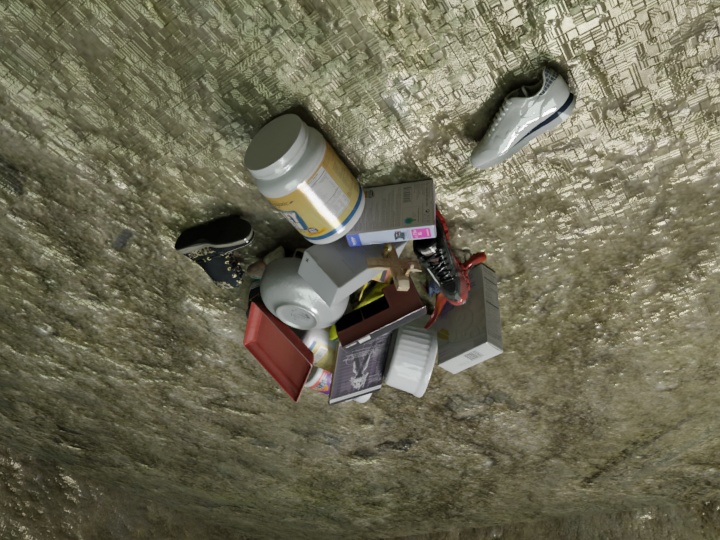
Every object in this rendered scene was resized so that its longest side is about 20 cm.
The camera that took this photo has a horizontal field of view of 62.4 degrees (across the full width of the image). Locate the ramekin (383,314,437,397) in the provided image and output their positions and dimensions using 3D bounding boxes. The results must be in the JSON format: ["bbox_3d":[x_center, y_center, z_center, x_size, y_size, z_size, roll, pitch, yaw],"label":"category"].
[{"bbox_3d":[0.121,0.197,1.448,0.096,0.203,0.202,14,142,-1],"label":"ramekin"}]

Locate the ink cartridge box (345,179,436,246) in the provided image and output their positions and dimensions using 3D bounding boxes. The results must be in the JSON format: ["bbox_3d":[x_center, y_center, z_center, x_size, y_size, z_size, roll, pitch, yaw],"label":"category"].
[{"bbox_3d":[0.044,-0.107,1.120,0.196,0.121,0.042,-4,140,11],"label":"ink cartridge box"}]

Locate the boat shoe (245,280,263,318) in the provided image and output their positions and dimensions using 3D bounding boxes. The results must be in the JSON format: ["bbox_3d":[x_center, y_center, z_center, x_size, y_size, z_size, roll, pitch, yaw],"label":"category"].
[{"bbox_3d":[-0.179,0.060,1.382,0.197,0.092,0.071,-18,138,26],"label":"boat shoe"}]

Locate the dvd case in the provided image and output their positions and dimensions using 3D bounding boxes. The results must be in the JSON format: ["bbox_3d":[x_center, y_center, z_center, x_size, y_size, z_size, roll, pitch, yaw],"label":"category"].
[{"bbox_3d":[-0.001,0.223,1.405,0.146,0.016,0.203,-11,126,-30],"label":"dvd case"}]

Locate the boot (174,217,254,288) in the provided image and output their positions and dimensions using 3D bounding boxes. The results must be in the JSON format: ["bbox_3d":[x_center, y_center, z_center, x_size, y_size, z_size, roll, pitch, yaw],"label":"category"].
[{"bbox_3d":[-0.283,-0.033,1.286,0.200,0.074,0.154,-7,140,27],"label":"boot"}]

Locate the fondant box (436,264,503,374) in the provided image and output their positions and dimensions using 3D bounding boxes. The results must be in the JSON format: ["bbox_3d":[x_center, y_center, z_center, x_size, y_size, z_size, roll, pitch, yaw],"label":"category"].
[{"bbox_3d":[0.236,0.107,1.309,0.058,0.203,0.144,29,137,-28],"label":"fondant box"}]

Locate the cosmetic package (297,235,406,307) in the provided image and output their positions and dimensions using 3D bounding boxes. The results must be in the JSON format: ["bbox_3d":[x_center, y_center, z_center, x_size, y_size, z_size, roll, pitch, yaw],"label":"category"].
[{"bbox_3d":[-0.014,-0.027,1.152,0.102,0.199,0.072,46,142,15],"label":"cosmetic package"}]

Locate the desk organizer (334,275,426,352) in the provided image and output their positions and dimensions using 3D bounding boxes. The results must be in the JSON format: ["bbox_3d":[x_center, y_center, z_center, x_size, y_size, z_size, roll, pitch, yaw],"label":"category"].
[{"bbox_3d":[0.037,0.094,1.275,0.197,0.078,0.072,-26,163,1],"label":"desk organizer"}]

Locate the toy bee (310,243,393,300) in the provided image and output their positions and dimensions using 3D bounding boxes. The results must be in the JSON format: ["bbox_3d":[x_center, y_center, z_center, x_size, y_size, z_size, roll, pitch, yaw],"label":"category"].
[{"bbox_3d":[0.000,0.000,1.256,0.196,0.109,0.134,-5,103,-15],"label":"toy bee"}]

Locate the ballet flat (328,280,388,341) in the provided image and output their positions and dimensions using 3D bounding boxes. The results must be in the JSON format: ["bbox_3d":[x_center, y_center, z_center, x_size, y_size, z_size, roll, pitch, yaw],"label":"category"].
[{"bbox_3d":[-0.009,0.073,1.350,0.199,0.067,0.067,-40,109,-2],"label":"ballet flat"}]

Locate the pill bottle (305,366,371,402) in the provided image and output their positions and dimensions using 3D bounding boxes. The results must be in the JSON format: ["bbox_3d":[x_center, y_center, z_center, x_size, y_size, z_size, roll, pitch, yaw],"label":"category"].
[{"bbox_3d":[-0.061,0.299,1.662,0.198,0.113,0.111,28,137,-28],"label":"pill bottle"}]

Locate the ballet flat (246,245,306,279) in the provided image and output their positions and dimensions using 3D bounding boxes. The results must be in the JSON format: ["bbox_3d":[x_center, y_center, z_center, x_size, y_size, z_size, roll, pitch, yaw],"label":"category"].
[{"bbox_3d":[-0.154,-0.020,1.313,0.196,0.069,0.068,0,124,-3],"label":"ballet flat"}]

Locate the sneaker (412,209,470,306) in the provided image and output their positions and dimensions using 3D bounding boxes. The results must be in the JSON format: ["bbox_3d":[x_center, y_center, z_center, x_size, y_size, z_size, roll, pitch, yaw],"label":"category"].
[{"bbox_3d":[0.151,-0.021,1.155,0.070,0.204,0.098,-23,178,26],"label":"sneaker"}]

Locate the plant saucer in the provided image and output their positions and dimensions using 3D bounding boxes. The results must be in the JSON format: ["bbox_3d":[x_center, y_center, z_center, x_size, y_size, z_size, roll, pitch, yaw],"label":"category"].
[{"bbox_3d":[-0.184,0.182,1.361,0.200,0.037,0.201,45,144,15],"label":"plant saucer"}]

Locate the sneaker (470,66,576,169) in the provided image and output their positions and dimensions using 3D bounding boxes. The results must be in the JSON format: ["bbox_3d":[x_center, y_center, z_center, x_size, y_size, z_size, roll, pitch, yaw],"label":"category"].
[{"bbox_3d":[0.250,-0.246,0.972,0.080,0.077,0.199,38,128,-21],"label":"sneaker"}]

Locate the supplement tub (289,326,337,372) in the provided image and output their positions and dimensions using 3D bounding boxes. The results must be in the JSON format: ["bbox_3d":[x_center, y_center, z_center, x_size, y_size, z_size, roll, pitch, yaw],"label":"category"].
[{"bbox_3d":[-0.073,0.171,1.457,0.198,0.147,0.144,27,137,-26],"label":"supplement tub"}]

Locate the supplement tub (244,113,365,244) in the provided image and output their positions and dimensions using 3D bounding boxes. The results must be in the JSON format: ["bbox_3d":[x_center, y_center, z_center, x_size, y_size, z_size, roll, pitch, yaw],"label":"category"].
[{"bbox_3d":[-0.096,-0.158,1.048,0.143,0.147,0.200,-18,137,26],"label":"supplement tub"}]

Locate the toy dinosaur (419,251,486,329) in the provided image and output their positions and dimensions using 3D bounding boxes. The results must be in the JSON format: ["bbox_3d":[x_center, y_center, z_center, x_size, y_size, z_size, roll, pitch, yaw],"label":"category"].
[{"bbox_3d":[0.205,0.023,1.258,0.103,0.205,0.181,-2,177,-17],"label":"toy dinosaur"}]

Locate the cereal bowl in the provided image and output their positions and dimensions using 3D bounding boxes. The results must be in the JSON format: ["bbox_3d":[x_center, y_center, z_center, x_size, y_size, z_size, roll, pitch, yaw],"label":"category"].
[{"bbox_3d":[-0.125,0.065,1.257,0.196,0.084,0.202,12,146,8],"label":"cereal bowl"}]

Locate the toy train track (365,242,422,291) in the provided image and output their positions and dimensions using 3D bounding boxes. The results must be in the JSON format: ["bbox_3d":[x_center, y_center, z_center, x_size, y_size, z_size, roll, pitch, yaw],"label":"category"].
[{"bbox_3d":[0.058,-0.053,1.125,0.113,0.203,0.033,2,141,-25],"label":"toy train track"}]
